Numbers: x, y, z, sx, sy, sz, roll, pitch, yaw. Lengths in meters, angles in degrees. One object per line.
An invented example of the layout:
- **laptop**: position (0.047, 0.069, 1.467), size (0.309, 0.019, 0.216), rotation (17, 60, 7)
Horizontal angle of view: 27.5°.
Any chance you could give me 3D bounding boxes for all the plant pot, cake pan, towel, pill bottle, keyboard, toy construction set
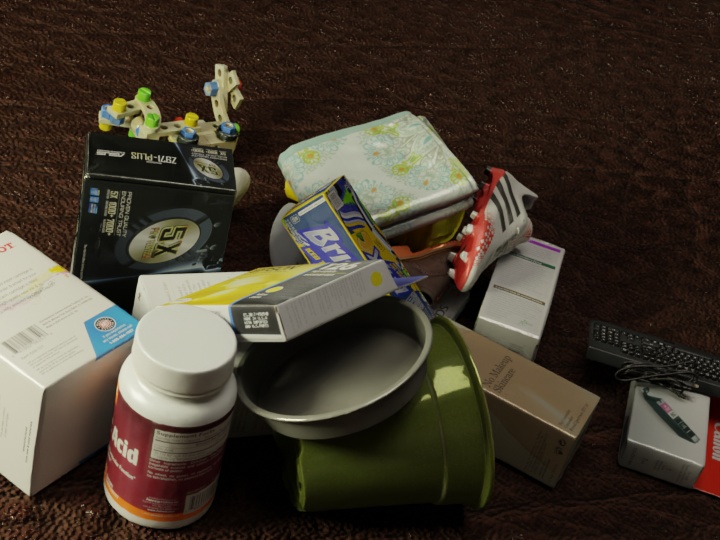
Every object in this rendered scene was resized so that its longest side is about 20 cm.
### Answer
- **plant pot**: position (0.013, 0.162, 1.488), size (0.188, 0.202, 0.201), rotation (-10, 42, -14)
- **cake pan**: position (-0.023, 0.094, 1.424), size (0.198, 0.037, 0.201), rotation (-13, 30, 8)
- **towel**: position (0.021, -0.111, 1.765), size (0.198, 0.048, 0.172), rotation (-20, 46, -16)
- **pill bottle**: position (-0.180, 0.140, 1.410), size (0.113, 0.202, 0.115), rotation (10, 36, -7)
- **keyboard**: position (0.365, 0.103, 1.731), size (0.198, 0.040, 0.104), rotation (15, 35, 2)
- **toy construction set**: position (-0.233, -0.197, 1.938), size (0.199, 0.093, 0.131), rotation (-23, 50, -26)

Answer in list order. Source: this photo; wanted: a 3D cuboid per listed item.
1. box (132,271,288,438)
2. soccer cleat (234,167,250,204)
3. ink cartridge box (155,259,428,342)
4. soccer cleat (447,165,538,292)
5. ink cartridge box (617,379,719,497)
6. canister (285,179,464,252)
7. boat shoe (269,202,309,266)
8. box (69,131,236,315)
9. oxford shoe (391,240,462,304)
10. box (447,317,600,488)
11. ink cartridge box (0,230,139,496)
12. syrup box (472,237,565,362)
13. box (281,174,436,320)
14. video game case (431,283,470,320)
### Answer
- **box**: position (-0.134, 0.089, 1.575), size (0.198, 0.107, 0.153), rotation (-2, 40, -23)
- **soccer cleat**: position (-0.194, -0.059, 1.787), size (0.077, 0.070, 0.200), rotation (36, 48, 19)
- **ink cartridge box**: position (-0.069, 0.022, 1.469), size (0.199, 0.048, 0.196), rotation (-25, 14, -41)
- **soccer cleat**: position (0.163, -0.044, 1.768), size (0.085, 0.069, 0.201), rotation (27, 45, -5)
- **ink cartridge box**: position (0.395, 0.177, 1.712), size (0.172, 0.044, 0.201), rotation (18, 36, 5)
- **canister**: position (0.021, -0.102, 1.877), size (0.198, 0.087, 0.148), rotation (23, 23, 20)
- **boat shoe**: position (-0.050, -0.001, 1.732), size (0.069, 0.071, 0.201), rotation (23, 25, -35)
- **box**: position (-0.233, -0.037, 1.624), size (0.162, 0.202, 0.087), rotation (6, 35, -14)
- **oxford shoe**: position (0.080, 0.011, 1.775), size (0.198, 0.071, 0.074), rotation (-6, 72, -37)
- **box**: position (0.152, 0.144, 1.630), size (0.198, 0.078, 0.095), rotation (27, 35, 13)
- **ink cartridge box**: position (-0.339, 0.088, 1.466), size (0.199, 0.146, 0.147), rotation (33, 39, 22)
- **syrup box**: position (0.188, 0.043, 1.778), size (0.081, 0.079, 0.201), rotation (19, 36, 6)
- **box**: position (0.000, 0.000, 1.645), size (0.201, 0.070, 0.064), rotation (57, 31, -8)
- **video game case**: position (0.012, 0.035, 1.772), size (0.198, 0.022, 0.182), rotation (25, 37, 13)
